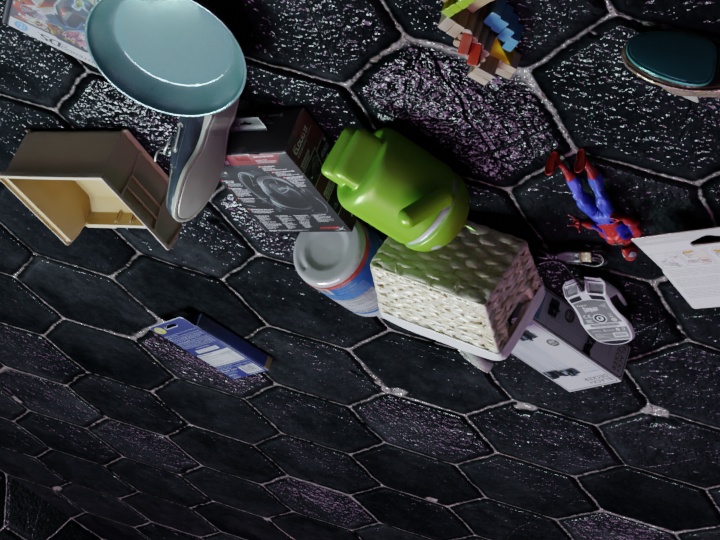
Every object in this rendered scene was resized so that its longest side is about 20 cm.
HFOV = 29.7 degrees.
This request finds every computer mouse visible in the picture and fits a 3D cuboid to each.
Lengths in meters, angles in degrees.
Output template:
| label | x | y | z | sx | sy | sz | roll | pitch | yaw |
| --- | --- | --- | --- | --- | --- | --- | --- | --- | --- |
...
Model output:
| label | x | y | z | sx | sy | sz | roll | pitch | yaw |
| --- | --- | --- | --- | --- | --- | --- | --- | --- | --- |
| computer mouse | 0.315 | 0.029 | 1.852 | 0.110 | 0.044 | 0.200 | -7 | 137 | 34 |

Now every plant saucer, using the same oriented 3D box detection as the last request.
| label | x | y | z | sx | sy | sz | roll | pitch | yaw |
| --- | --- | --- | --- | --- | --- | --- | --- | --- | --- |
| plant saucer | -0.226 | -0.266 | 1.609 | 0.200 | 0.036 | 0.200 | 10 | 142 | 8 |

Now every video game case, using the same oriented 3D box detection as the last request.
| label | x | y | z | sx | sy | sz | roll | pitch | yaw |
| --- | --- | --- | --- | --- | --- | --- | --- | --- | --- |
| video game case | -0.341 | -0.321 | 1.662 | 0.181 | 0.026 | 0.200 | 26 | 153 | -10 |

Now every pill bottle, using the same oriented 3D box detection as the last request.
| label | x | y | z | sx | sy | sz | roll | pitch | yaw |
| --- | --- | --- | --- | --- | --- | --- | --- | --- | --- |
| pill bottle | 0.000 | 0.000 | 1.916 | 0.112 | 0.112 | 0.200 | 3 | 164 | 30 |

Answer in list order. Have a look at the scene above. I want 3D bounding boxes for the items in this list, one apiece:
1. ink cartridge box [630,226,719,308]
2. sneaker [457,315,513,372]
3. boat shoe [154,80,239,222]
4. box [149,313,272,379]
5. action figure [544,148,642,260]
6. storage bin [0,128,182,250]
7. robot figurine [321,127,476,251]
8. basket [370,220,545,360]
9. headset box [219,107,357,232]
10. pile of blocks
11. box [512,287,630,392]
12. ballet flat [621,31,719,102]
| label | x | y | z | sx | sy | sz | roll | pitch | yaw |
| --- | --- | --- | --- | --- | --- | --- | --- | --- | --- |
| ink cartridge box | 0.460 | -0.020 | 1.654 | 0.200 | 0.045 | 0.176 | -7 | 143 | 41 |
| sneaker | 0.171 | 0.056 | 1.916 | 0.070 | 0.100 | 0.200 | 29 | -163 | -28 |
| boat shoe | -0.211 | -0.161 | 1.713 | 0.062 | 0.200 | 0.075 | 26 | -160 | 27 |
| box | -0.270 | 0.131 | 2.448 | 0.200 | 0.032 | 0.121 | 34 | 150 | -28 |
| action figure | 0.295 | -0.072 | 1.671 | 0.065 | 0.052 | 0.200 | -8 | 145 | 37 |
| storage bin | -0.388 | -0.115 | 2.002 | 0.200 | 0.094 | 0.199 | 3 | 148 | 30 |
| robot figurine | 0.052 | -0.101 | 1.703 | 0.200 | 0.116 | 0.175 | 31 | 174 | -24 |
| basket | 0.128 | 0.011 | 1.814 | 0.200 | 0.136 | 0.123 | 20 | 150 | 28 |
| headset box | -0.106 | -0.135 | 1.793 | 0.149 | 0.077 | 0.200 | 0 | 146 | 34 |
| pile of blocks | 0.122 | -0.259 | 1.420 | 0.082 | 0.062 | 0.200 | -1 | 147 | 36 |
| box | 0.282 | 0.099 | 1.980 | 0.200 | 0.060 | 0.117 | 33 | 151 | -25 |
| ballet flat | 0.364 | -0.195 | 1.373 | 0.200 | 0.068 | 0.067 | 12 | 159 | 19 |
